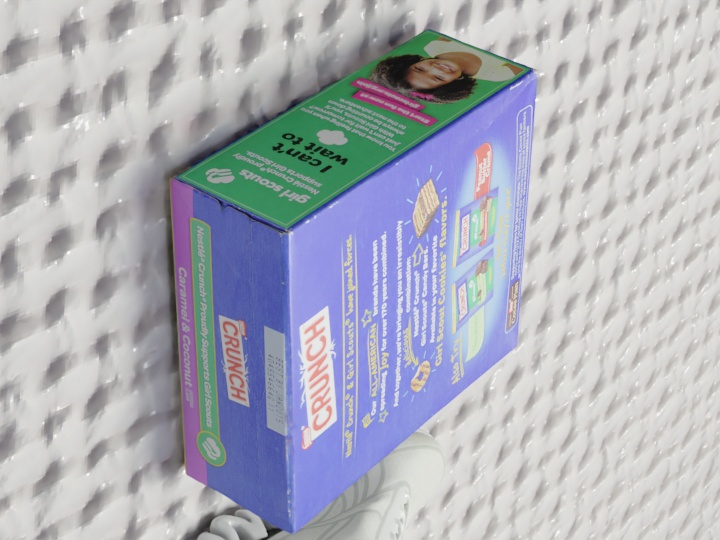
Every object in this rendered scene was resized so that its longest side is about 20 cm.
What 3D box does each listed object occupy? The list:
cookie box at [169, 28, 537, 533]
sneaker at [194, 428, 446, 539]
[{"bbox_3d":[0.000,0.000,0.961,0.200,0.075,0.172,-35,137,-43],"label":"cookie box"},{"bbox_3d":[-0.006,0.146,1.042,0.200,0.081,0.076,-31,132,-48],"label":"sneaker"}]
